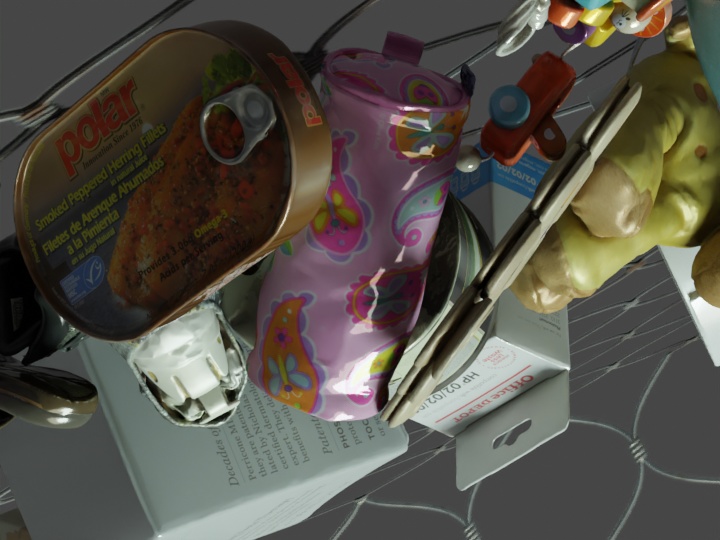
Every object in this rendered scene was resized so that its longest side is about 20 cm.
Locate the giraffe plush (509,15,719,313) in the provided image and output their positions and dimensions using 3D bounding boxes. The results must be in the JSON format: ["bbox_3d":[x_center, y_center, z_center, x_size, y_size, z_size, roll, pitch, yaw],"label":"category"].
[{"bbox_3d":[0.203,-0.039,1.610,0.200,0.162,0.173,-59,-174,-21],"label":"giraffe plush"}]

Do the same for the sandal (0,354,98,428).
[{"bbox_3d":[-0.216,0.071,1.499,0.082,0.055,0.200,3,-172,-44],"label":"sandal"}]

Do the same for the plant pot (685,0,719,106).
[{"bbox_3d":[0.247,-0.151,1.406,0.200,0.201,0.135,-32,131,33],"label":"plant pot"}]

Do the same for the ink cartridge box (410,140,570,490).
[{"bbox_3d":[0.073,0.028,1.764,0.068,0.201,0.115,24,139,-32],"label":"ink cartridge box"}]

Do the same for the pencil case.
[{"bbox_3d":[-0.002,-0.021,1.425,0.087,0.087,0.201,-14,126,-47],"label":"pencil case"}]

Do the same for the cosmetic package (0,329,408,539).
[{"bbox_3d":[-0.113,0.094,1.753,0.200,0.167,0.167,-17,167,-34],"label":"cosmetic package"}]

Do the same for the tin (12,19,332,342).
[{"bbox_3d":[-0.091,-0.043,1.280,0.200,0.112,0.042,-33,176,42],"label":"tin"}]

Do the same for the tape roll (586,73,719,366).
[{"bbox_3d":[0.221,-0.041,1.772,0.071,0.203,0.202,-25,170,5],"label":"tape roll"}]

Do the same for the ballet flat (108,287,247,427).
[{"bbox_3d":[-0.093,0.042,1.450,0.072,0.072,0.200,-25,161,-2],"label":"ballet flat"}]

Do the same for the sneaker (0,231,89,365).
[{"bbox_3d":[-0.153,0.011,1.505,0.114,0.076,0.199,-23,167,-4],"label":"sneaker"}]

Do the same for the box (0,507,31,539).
[{"bbox_3d":[-0.167,0.220,1.899,0.078,0.095,0.200,-17,-165,-36],"label":"box"}]

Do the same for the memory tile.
[{"bbox_3d":[0.080,-0.008,1.426,0.200,0.017,0.153,-52,176,-22],"label":"memory tile"}]

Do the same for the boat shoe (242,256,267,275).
[{"bbox_3d":[-0.067,-0.063,1.397,0.076,0.072,0.200,-53,171,-10],"label":"boat shoe"}]

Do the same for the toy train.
[{"bbox_3d":[0.117,-0.116,1.412,0.150,0.056,0.200,-50,172,-12],"label":"toy train"}]

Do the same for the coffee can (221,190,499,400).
[{"bbox_3d":[0.000,0.000,1.601,0.146,0.147,0.200,-26,170,5],"label":"coffee can"}]
